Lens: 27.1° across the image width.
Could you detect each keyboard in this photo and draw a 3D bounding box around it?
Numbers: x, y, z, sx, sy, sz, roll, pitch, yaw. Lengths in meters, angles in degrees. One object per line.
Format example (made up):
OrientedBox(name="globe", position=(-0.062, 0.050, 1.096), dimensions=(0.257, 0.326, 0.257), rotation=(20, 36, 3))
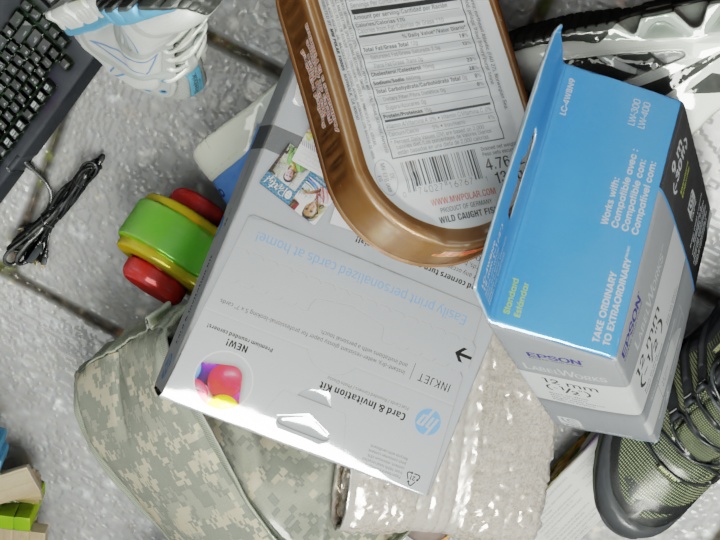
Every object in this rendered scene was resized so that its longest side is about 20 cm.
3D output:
OrientedBox(name="keyboard", position=(-0.229, -0.077, 0.973), dimensions=(0.127, 0.021, 0.200), rotation=(42, 118, -2))

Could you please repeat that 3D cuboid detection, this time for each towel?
OrientedBox(name="towel", position=(0.060, 0.057, 0.860), dimensions=(0.132, 0.034, 0.200), rotation=(8, 90, -21))

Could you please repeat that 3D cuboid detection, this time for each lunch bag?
OrientedBox(name="lunch bag", position=(-0.078, 0.106, 0.919), dimensions=(0.200, 0.118, 0.164), rotation=(51, 149, -8))

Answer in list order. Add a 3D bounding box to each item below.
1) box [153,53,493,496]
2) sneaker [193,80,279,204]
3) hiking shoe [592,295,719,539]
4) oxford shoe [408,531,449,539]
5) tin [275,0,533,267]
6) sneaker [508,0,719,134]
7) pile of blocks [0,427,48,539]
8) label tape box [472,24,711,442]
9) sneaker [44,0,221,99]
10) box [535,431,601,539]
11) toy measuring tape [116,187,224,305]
OrientedBox(name="box", position=(0.000, 0.000, 0.797), dimensions=(0.156, 0.041, 0.200), rotation=(22, 87, -13))
OrientedBox(name="sneaker", position=(0.000, -0.078, 0.867), dimensions=(0.200, 0.077, 0.111), rotation=(-36, 92, 30))
OrientedBox(name="hiking shoe", position=(0.198, 0.070, 0.832), dimensions=(0.076, 0.101, 0.200), rotation=(34, 98, 0))
OrientedBox(name="oxford shoe", position=(0.021, 0.092, 0.935), dimensions=(0.071, 0.073, 0.200), rotation=(-7, 110, 19))
OrientedBox(name="tin", position=(0.026, -0.101, 0.761), dimensions=(0.042, 0.112, 0.200), rotation=(-35, 69, 61))
OrientedBox(name="sneaker", position=(0.142, -0.100, 0.818), dimensions=(0.200, 0.074, 0.089), rotation=(-6, 108, 20))
OrientedBox(name="pile of blocks", position=(-0.266, 0.127, 1.050), dimensions=(0.082, 0.062, 0.200), rotation=(-15, 115, 9))
OrientedBox(name="label tape box", position=(0.125, -0.011, 0.763), dimensions=(0.066, 0.200, 0.143), rotation=(11, 71, 22))
OrientedBox(name="sneaker", position=(-0.108, -0.138, 0.844), dimensions=(0.075, 0.200, 0.087), rotation=(-43, 111, -14))
OrientedBox(name="box", position=(0.122, 0.156, 0.949), dimensions=(0.041, 0.039, 0.200), rotation=(38, 117, 1))
OrientedBox(name="toy measuring tape", position=(-0.095, -0.011, 0.887), dimensions=(0.200, 0.074, 0.074), rotation=(13, 124, 58))
